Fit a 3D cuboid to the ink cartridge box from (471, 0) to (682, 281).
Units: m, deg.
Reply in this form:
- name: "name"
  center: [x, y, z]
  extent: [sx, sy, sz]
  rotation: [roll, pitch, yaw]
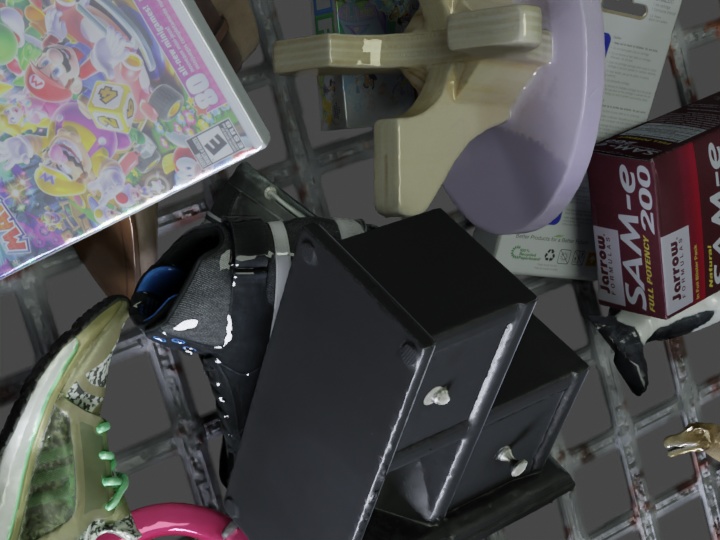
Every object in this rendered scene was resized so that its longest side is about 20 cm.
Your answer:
- name: "ink cartridge box"
  center: [0.138, -0.093, 0.936]
  extent: [0.094, 0.037, 0.201]
  rotation: [4, 110, -33]

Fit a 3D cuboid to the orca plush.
- name: "orca plush"
  center: [0.224, 0.032, 1.006]
  extent: [0.200, 0.105, 0.071]
  rotation: [-45, 155, -46]

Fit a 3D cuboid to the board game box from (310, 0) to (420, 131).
- name: "board game box"
  center: [0.063, -0.163, 0.926]
  extent: [0.199, 0.034, 0.135]
  rotation: [-8, 96, -30]

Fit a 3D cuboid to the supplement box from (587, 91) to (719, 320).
- name: "supplement box"
  center: [0.237, -0.055, 0.960]
  extent: [0.200, 0.061, 0.109]
  rotation: [-24, 114, -34]

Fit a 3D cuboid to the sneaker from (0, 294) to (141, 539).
- name: "sneaker"
  center: [-0.154, 0.111, 0.781]
  extent: [0.088, 0.077, 0.201]
  rotation: [24, 88, -14]

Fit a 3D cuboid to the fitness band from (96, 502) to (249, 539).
- name: "fitness band"
  center: [-0.085, 0.220, 0.798]
  extent: [0.143, 0.037, 0.200]
  rotation: [-37, 77, -16]

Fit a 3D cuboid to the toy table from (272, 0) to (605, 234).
- name: "toy table"
  center: [0.053, -0.121, 0.812]
  extent: [0.117, 0.183, 0.201]
  rotation: [-4, 82, -46]

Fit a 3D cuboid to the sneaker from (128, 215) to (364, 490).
- name: "sneaker"
  center: [-0.078, 0.045, 0.799]
  extent: [0.111, 0.073, 0.200]
  rotation: [7, 128, -21]

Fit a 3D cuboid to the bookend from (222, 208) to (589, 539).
- name: "bookend"
  center: [0.048, 0.056, 0.765]
  extent: [0.199, 0.092, 0.199]
  rotation: [-19, 141, -39]

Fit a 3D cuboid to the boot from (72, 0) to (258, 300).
- name: "boot"
  center: [-0.112, -0.097, 0.811]
  extent: [0.146, 0.070, 0.201]
  rotation: [-41, 132, -38]

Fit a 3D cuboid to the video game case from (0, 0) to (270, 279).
- name: "video game case"
  center: [-0.165, -0.083, 0.731]
  extent: [0.199, 0.018, 0.144]
  rotation: [-24, 108, 17]

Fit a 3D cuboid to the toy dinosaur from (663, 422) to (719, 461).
- name: "toy dinosaur"
  center: [0.317, 0.135, 1.072]
  extent: [0.199, 0.058, 0.102]
  rotation: [-9, 95, -30]

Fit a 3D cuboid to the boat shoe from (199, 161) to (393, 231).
- name: "boat shoe"
  center: [-0.001, -0.001, 0.873]
  extent: [0.199, 0.074, 0.068]
  rotation: [29, 92, -18]
